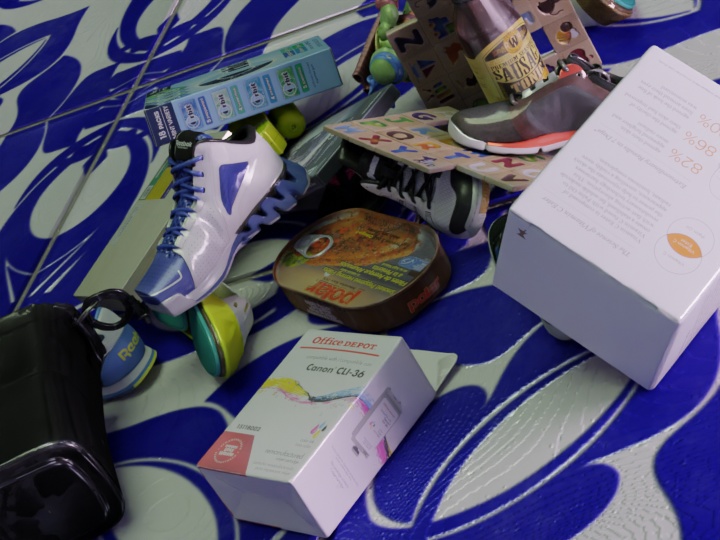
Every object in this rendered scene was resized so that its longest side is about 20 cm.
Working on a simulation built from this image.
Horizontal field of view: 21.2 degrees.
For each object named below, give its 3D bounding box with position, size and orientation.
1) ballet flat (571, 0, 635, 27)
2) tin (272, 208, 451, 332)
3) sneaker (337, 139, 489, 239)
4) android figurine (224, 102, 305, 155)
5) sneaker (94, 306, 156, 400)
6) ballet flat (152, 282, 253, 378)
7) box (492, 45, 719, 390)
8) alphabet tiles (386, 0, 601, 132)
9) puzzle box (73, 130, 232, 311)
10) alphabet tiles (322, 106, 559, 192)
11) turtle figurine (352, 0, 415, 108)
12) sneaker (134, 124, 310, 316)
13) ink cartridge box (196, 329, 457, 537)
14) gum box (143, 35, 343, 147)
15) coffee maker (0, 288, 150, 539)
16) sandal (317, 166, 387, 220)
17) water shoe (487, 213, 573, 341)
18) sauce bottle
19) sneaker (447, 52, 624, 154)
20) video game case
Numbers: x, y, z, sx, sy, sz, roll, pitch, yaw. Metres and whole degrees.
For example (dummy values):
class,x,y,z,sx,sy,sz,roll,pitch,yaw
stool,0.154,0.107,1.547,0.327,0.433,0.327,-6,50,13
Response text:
class,x,y,z,sx,sy,sz,roll,pitch,yaw
ballet flat,0.232,-0.287,1.932,0.072,0.068,0.200,-41,23,26
tin,0.000,0.000,1.728,0.112,0.042,0.200,-39,30,-21
sneaker,0.043,-0.080,1.734,0.087,0.076,0.200,7,14,-27
android figurine,-0.134,-0.110,1.985,0.182,0.041,0.200,-40,19,1
sneaker,-0.292,0.091,1.818,0.199,0.082,0.074,-23,31,19
ballet flat,-0.137,0.041,1.775,0.067,0.067,0.200,-16,22,-20
box,0.219,-0.041,1.445,0.152,0.106,0.200,35,63,16
alphabet tiles,0.112,-0.232,1.797,0.167,0.200,0.008,-25,35,12
puzzle box,-0.198,-0.048,1.887,0.200,0.025,0.133,-57,22,-14
alphabet tiles,0.093,-0.109,1.713,0.167,0.008,0.200,-13,28,-44
turtle figurine,0.086,-0.261,1.920,0.143,0.201,0.194,22,30,8
sneaker,-0.148,-0.061,1.746,0.199,0.115,0.080,-48,26,-21
ink cartridge box,-0.023,0.113,1.544,0.116,0.068,0.200,3,44,46
gum box,-0.125,-0.189,2.007,0.199,0.045,0.170,-19,12,-1
coffee maker,-0.270,0.127,1.660,0.192,0.135,0.200,-46,36,18
sandal,-0.012,-0.102,1.886,0.075,0.045,0.200,-22,31,17
water shoe,0.147,-0.019,1.574,0.071,0.079,0.200,-32,29,-1
sauce bottle,0.124,-0.207,1.760,0.066,0.200,0.066,-23,32,15
sneaker,0.174,-0.153,1.704,0.199,0.082,0.077,-5,20,9
video game case,-0.056,-0.106,1.900,0.200,0.019,0.143,-22,25,52
